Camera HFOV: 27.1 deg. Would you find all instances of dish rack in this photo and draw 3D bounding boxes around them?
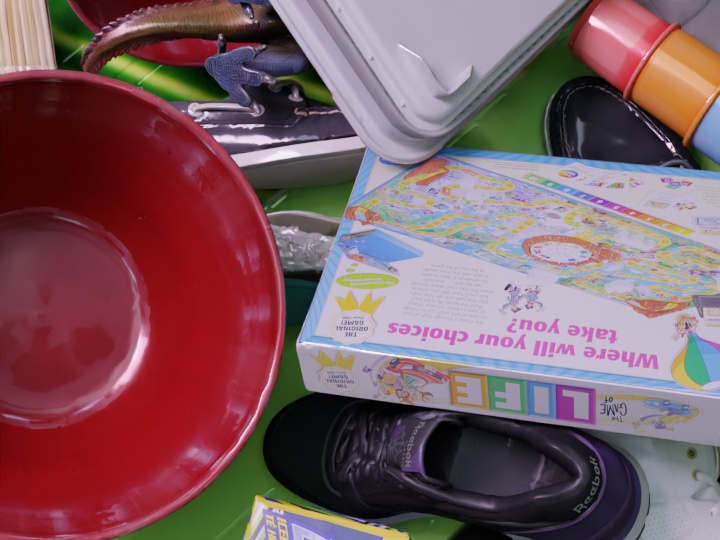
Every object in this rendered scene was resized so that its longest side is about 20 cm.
[{"bbox_3d":[0.027,-0.170,0.693,0.172,0.043,0.200,-44,109,-23],"label":"dish rack"}]

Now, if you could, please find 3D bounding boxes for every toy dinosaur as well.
[{"bbox_3d":[-0.016,-0.158,0.774,0.199,0.181,0.106,11,118,21],"label":"toy dinosaur"}]

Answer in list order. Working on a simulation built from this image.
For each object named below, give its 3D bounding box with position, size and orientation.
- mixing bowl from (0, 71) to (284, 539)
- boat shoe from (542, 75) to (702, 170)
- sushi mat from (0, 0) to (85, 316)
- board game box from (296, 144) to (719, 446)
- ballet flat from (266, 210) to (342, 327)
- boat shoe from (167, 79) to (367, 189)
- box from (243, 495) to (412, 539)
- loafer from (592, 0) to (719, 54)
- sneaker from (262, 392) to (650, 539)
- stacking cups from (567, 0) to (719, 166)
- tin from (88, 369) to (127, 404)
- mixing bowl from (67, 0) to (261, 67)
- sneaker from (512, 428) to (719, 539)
[{"bbox_3d":[-0.143,0.019,0.680,0.199,0.108,0.201,1,85,-17],"label":"mixing bowl"},{"bbox_3d":[0.154,-0.022,0.752,0.074,0.066,0.200,-22,73,-1],"label":"boat shoe"},{"bbox_3d":[-0.200,-0.061,0.774,0.095,0.012,0.201,-9,72,-7],"label":"sushi mat"},{"bbox_3d":[0.085,0.006,0.677,0.199,0.034,0.135,7,48,15],"label":"board game box"},{"bbox_3d":[0.000,0.000,0.762,0.199,0.072,0.072,9,75,7],"label":"ballet flat"},{"bbox_3d":[-0.057,-0.071,0.784,0.199,0.074,0.061,-10,78,10],"label":"boat shoe"},{"bbox_3d":[-0.011,0.148,0.647,0.064,0.200,0.070,13,76,7],"label":"box"},{"bbox_3d":[0.160,-0.152,0.785,0.200,0.070,0.070,40,83,15],"label":"loafer"},{"bbox_3d":[0.029,0.081,0.696,0.199,0.088,0.076,5,73,31],"label":"sneaker"},{"bbox_3d":[0.193,-0.069,0.744,0.200,0.061,0.061,38,80,18],"label":"stacking cups"},{"bbox_3d":[-0.179,0.024,0.772,0.112,0.042,0.200,-43,79,-12],"label":"tin"},{"bbox_3d":[-0.089,-0.221,0.781,0.200,0.200,0.108,-36,50,-6],"label":"mixing bowl"},{"bbox_3d":[0.174,0.125,0.705,0.199,0.074,0.116,13,79,10],"label":"sneaker"}]
